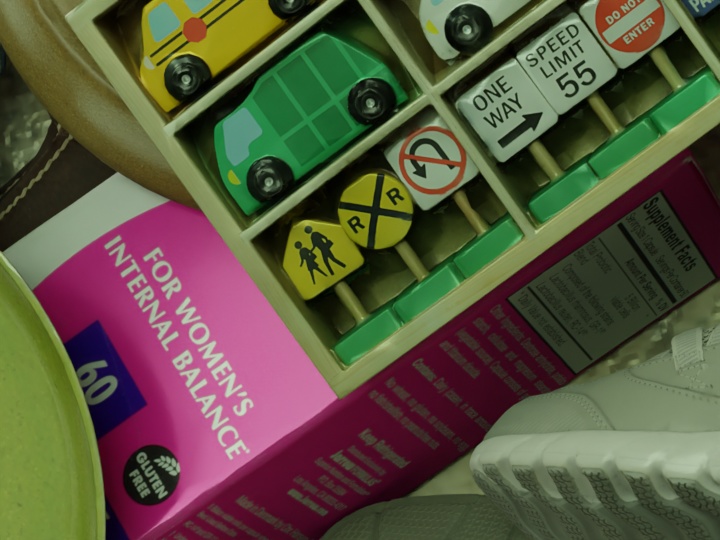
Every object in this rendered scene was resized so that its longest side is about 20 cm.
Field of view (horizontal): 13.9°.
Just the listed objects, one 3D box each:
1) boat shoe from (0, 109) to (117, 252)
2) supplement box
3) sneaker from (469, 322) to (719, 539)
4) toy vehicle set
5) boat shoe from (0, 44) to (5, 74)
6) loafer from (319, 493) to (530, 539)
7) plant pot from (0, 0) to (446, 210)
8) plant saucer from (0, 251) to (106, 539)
[{"bbox_3d":[-0.063,-0.073,0.889,0.072,0.072,0.200,43,125,-10],"label":"boat shoe"},{"bbox_3d":[0.000,0.000,0.865,0.199,0.103,0.101,-35,68,4],"label":"supplement box"},{"bbox_3d":[0.118,0.036,0.756,0.199,0.075,0.082,-12,44,39],"label":"sneaker"},{"bbox_3d":[0.038,-0.075,0.760,0.200,0.027,0.125,-37,92,12],"label":"toy vehicle set"},{"bbox_3d":[-0.136,-0.071,0.930,0.068,0.084,0.201,-22,49,26],"label":"boat shoe"},{"bbox_3d":[0.073,0.113,0.825,0.199,0.063,0.072,7,48,35],"label":"loafer"},{"bbox_3d":[-0.022,-0.113,0.803,0.199,0.027,0.202,1,93,14],"label":"plant pot"},{"bbox_3d":[-0.158,0.061,0.829,0.199,0.031,0.202,3,98,18],"label":"plant saucer"}]
